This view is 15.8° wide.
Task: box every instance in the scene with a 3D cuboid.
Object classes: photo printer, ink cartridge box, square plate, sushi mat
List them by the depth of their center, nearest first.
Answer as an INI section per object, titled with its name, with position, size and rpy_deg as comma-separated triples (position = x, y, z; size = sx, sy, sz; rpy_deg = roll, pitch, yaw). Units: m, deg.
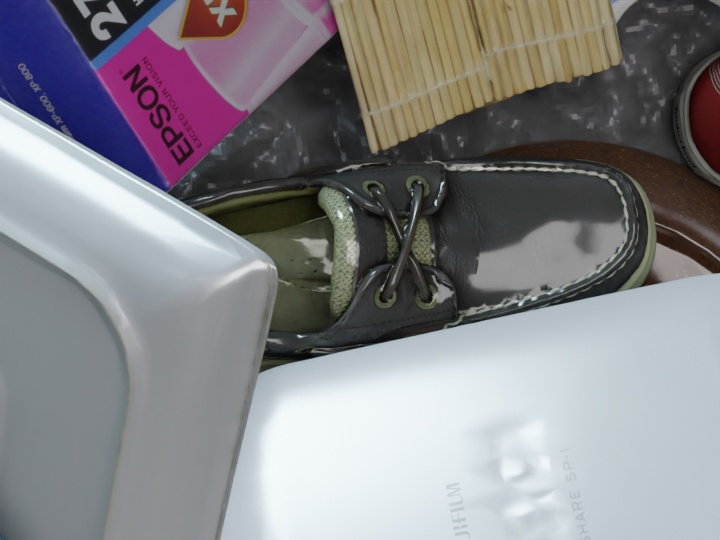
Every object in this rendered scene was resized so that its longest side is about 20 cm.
[square plate]
position = -0.126, 0.036, 0.804
size = 0.199, 0.028, 0.199
rpy_deg = 30, 126, 23
[photo printer]
position = 0.044, 0.094, 0.822
size = 0.199, 0.070, 0.167
rpy_deg = -12, 54, 2
[sushi mat]
position = 0.024, -0.142, 0.845
size = 0.095, 0.012, 0.201
rpy_deg = -18, 116, -5
[ink cartridge box]
position = -0.062, -0.094, 0.847
size = 0.200, 0.037, 0.095
rpy_deg = -45, 113, -29

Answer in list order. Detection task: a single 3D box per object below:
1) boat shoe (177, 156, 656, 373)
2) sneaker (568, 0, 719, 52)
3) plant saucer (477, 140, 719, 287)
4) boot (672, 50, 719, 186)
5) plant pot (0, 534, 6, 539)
[boat shoe]
position = -0.001, -0.001, 0.872
size = 0.200, 0.066, 0.072
rpy_deg = -8, 77, 8
[sneaker]
position = 0.131, -0.143, 0.912
size = 0.200, 0.075, 0.087
rpy_deg = -35, 104, 4
[plant saucer]
position = 0.078, 0.054, 0.928
size = 0.199, 0.034, 0.202
rpy_deg = -1, 94, -9
[boot]
position = 0.218, -0.078, 0.884
size = 0.199, 0.144, 0.073
rpy_deg = -21, 93, -10
[plant pot]
position = -0.205, 0.074, 0.750
size = 0.188, 0.200, 0.200
rpy_deg = 43, 87, -8
